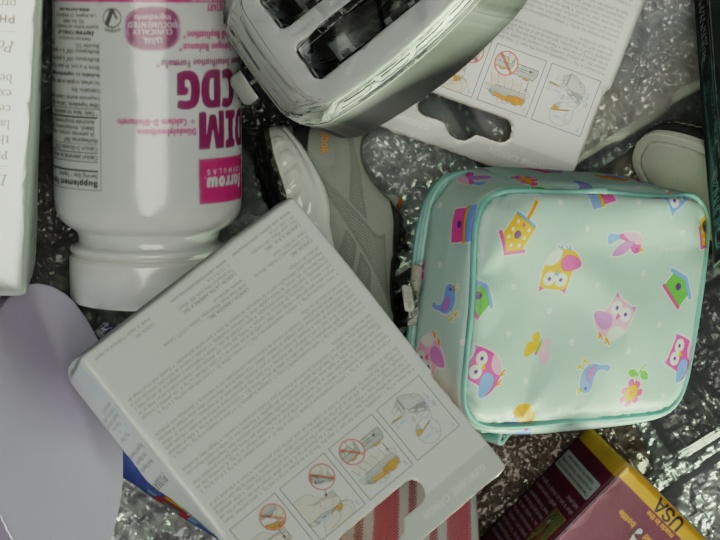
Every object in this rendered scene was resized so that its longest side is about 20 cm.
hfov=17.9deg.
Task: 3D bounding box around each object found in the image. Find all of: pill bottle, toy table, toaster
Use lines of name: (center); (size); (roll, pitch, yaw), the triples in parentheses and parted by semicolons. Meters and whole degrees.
pill bottle: (-0.126, -0.082, 1.360); (0.113, 0.113, 0.201); (-1, 98, -6)
toy table: (-0.218, 0.106, 1.287); (0.117, 0.200, 0.184); (-24, 116, 22)
toaster: (0.014, -0.160, 1.316); (0.200, 0.129, 0.114); (-36, 85, 15)

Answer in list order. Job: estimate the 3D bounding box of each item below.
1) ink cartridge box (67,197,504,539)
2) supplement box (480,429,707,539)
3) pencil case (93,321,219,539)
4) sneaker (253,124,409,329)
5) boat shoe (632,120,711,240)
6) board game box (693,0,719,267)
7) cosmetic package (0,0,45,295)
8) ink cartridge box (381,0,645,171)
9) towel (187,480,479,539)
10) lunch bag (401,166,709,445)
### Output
ink cartridge box: (-0.042, 0.084, 1.299); (0.162, 0.057, 0.200); (-38, 90, -21)
supplement box: (0.113, 0.206, 1.425); (0.086, 0.110, 0.200); (44, 91, -10)
pencil case: (-0.095, 0.111, 1.407); (0.199, 0.078, 0.087); (34, 61, -9)
sneaker: (0.000, 0.000, 1.391); (0.079, 0.074, 0.201); (-16, 84, -13)
boat shoe: (0.268, -0.047, 1.435); (0.199, 0.074, 0.060); (24, 53, 7)
board game box: (0.275, -0.097, 1.399); (0.134, 0.028, 0.201); (3, 70, -10)
cosmetic package: (-0.266, -0.100, 1.314); (0.165, 0.167, 0.201); (3, 98, -7)
ink cartridge box: (0.090, -0.170, 1.413); (0.160, 0.050, 0.201); (19, 104, -9)
towel: (-0.012, 0.126, 1.379); (0.199, 0.147, 0.030); (28, 126, -19)
lunch bag: (0.115, 0.022, 1.384); (0.199, 0.077, 0.161); (0, 102, -35)
